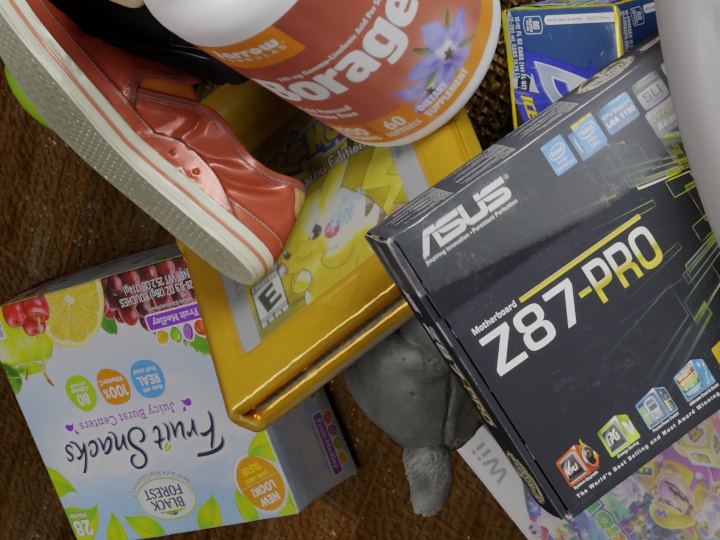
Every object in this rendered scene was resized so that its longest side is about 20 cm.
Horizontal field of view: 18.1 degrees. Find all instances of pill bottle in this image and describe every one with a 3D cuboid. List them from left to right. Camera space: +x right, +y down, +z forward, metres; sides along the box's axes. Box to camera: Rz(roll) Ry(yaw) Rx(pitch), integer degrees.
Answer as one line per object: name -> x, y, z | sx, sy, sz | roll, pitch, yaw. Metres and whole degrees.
pill bottle -> -0.032, -0.141, 1.050 | 0.112, 0.200, 0.112 | -17, 62, 34

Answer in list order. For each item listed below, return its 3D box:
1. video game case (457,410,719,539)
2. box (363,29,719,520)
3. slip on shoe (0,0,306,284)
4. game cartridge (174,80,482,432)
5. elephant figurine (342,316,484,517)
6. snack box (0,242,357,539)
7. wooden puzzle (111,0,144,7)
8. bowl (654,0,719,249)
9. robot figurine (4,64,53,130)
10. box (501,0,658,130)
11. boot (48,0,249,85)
video game case -> 0.150, 0.095, 1.211 | 0.143, 0.018, 0.200 | 51, 132, 6
box -> 0.127, -0.006, 1.054 | 0.161, 0.200, 0.049 | 58, 172, -12
slip on shoe -> -0.109, -0.079, 1.120 | 0.200, 0.061, 0.074 | 42, 163, -5
game cartridge -> -0.022, -0.043, 1.157 | 0.176, 0.032, 0.200 | -38, 48, 21
elephant figurine -> 0.000, 0.000, 1.218 | 0.200, 0.155, 0.142 | 27, 148, 31
snack box -> -0.119, 0.074, 1.379 | 0.200, 0.068, 0.169 | -13, 102, 42
wooden puzzle -> -0.171, -0.239, 1.076 | 0.200, 0.037, 0.185 | 19, 112, 8
bowl -> 0.232, -0.083, 0.970 | 0.200, 0.075, 0.200 | -13, 103, 14
robot figurine -> -0.146, -0.162, 1.253 | 0.175, 0.116, 0.200 | 18, 121, 37
box -> 0.124, -0.037, 1.121 | 0.070, 0.064, 0.200 | 2, 105, 38
boot -> -0.116, -0.205, 1.122 | 0.165, 0.066, 0.200 | 9, 118, 3
